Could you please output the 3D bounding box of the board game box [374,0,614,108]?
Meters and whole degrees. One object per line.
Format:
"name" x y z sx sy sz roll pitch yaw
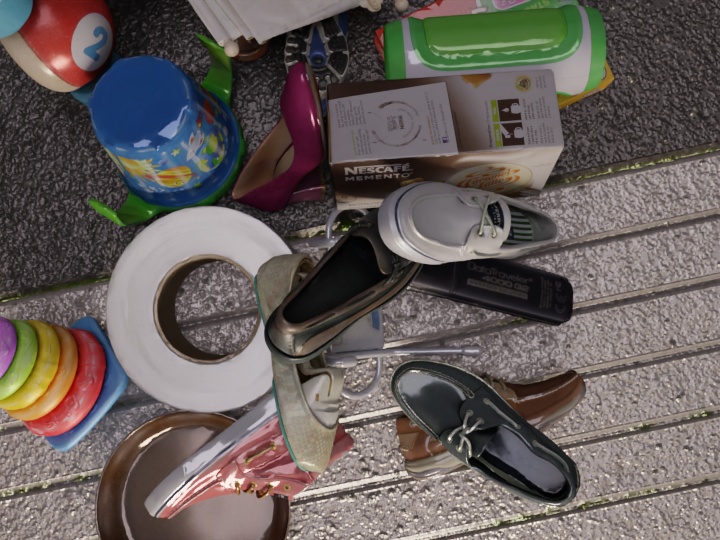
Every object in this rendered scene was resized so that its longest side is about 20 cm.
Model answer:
"board game box" 0.135 -0.216 0.780 0.199 0.040 0.154 -26 88 0

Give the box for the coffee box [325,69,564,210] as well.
"coffee box" 0.071 -0.116 0.693 0.198 0.114 0.080 -4 73 0

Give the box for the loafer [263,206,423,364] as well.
"loafer" 0.000 0.000 0.650 0.072 0.063 0.200 41 66 12

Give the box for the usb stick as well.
"usb stick" 0.123 0.011 0.746 0.199 0.033 0.056 14 72 -20

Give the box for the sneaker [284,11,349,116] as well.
"sneaker" -0.048 -0.245 0.766 0.078 0.089 0.201 3 68 -4

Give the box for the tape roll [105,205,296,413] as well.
"tape roll" -0.146 0.039 0.761 0.201 0.071 0.204 0 88 1

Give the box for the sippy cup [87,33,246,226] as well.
"sippy cup" -0.191 -0.136 0.727 0.139 0.130 0.179 -5 80 4

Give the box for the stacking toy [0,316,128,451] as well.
"stacking toy" -0.324 0.081 0.691 0.110 0.200 0.116 -46 55 1

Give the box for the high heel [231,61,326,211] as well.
"high heel" -0.082 -0.115 0.705 0.095 0.200 0.068 -6 60 -6

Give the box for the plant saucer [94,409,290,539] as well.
"plant saucer" -0.169 0.241 0.775 0.199 0.032 0.202 0 88 0

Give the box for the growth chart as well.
"growth chart" -0.071 -0.278 0.720 0.199 0.018 0.145 -21 69 -14

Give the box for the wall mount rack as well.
"wall mount rack" 0.033 0.029 0.763 0.173 0.074 0.202 -2 89 -32

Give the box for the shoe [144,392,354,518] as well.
"shoe" -0.104 0.193 0.724 0.200 0.071 0.091 -38 83 -5

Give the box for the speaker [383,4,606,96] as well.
"speaker" 0.123 -0.202 0.717 0.198 0.088 0.089 -4 88 1

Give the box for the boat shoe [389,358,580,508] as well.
"boat shoe" 0.112 0.146 0.693 0.199 0.062 0.073 35 93 10

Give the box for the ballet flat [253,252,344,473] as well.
"ballet flat" -0.048 0.080 0.678 0.062 0.067 0.201 -19 81 26

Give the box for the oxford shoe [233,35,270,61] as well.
"oxford shoe" -0.148 -0.317 0.770 0.071 0.073 0.201 -27 88 0

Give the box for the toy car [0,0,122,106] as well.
"toy car" -0.242 -0.281 0.689 0.199 0.184 0.178 -30 72 8

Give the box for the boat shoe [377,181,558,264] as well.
"boat shoe" 0.103 -0.047 0.674 0.067 0.199 0.074 -13 83 45

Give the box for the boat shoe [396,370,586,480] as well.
"boat shoe" 0.127 0.139 0.755 0.199 0.076 0.072 -23 86 -2
